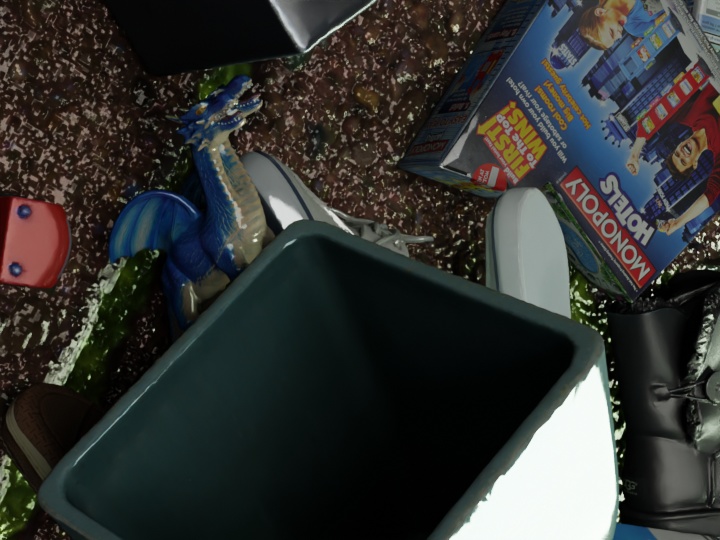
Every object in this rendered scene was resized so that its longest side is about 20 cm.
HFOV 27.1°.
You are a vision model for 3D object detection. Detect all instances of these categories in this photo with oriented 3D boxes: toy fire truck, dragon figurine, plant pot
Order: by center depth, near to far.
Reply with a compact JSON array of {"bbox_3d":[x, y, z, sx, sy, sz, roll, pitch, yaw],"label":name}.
[{"bbox_3d":[-0.225,-0.025,0.709,0.199,0.141,0.049,10,88,-27],"label":"toy fire truck"},{"bbox_3d":[0.008,0.131,0.721,0.196,0.196,0.201,-47,136,-23],"label":"plant pot"},{"bbox_3d":[-0.094,-0.016,0.801,0.100,0.200,0.059,48,37,7],"label":"dragon figurine"}]

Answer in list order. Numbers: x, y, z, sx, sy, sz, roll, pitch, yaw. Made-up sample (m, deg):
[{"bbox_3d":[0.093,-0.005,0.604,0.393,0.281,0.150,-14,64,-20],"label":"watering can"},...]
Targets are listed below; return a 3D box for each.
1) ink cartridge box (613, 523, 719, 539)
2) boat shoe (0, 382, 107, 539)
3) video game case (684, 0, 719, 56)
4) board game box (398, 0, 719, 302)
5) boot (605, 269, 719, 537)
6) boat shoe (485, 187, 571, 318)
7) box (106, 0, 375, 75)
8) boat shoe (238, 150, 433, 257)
[{"bbox_3d":[0.212,0.250,0.955,0.199,0.086,0.147,12,112,-26],"label":"ink cartridge box"},{"bbox_3d":[-0.127,0.152,0.805,0.075,0.075,0.202,-39,100,24],"label":"boat shoe"},{"bbox_3d":[0.303,-0.144,1.045,0.199,0.022,0.184,11,88,-28],"label":"video game case"},{"bbox_3d":[0.132,-0.089,0.931,0.200,0.062,0.200,-43,108,-16],"label":"board game box"},{"bbox_3d":[0.256,0.084,0.999,0.199,0.076,0.170,-6,99,-21],"label":"boot"},{"bbox_3d":[0.088,0.045,0.895,0.074,0.065,0.201,-42,129,-53],"label":"boat shoe"},{"bbox_3d":[-0.027,-0.204,0.765,0.200,0.196,0.118,-38,109,-20],"label":"box"},{"bbox_3d":[0.003,0.001,0.866,0.086,0.074,0.203,-41,112,-19],"label":"boat shoe"}]
